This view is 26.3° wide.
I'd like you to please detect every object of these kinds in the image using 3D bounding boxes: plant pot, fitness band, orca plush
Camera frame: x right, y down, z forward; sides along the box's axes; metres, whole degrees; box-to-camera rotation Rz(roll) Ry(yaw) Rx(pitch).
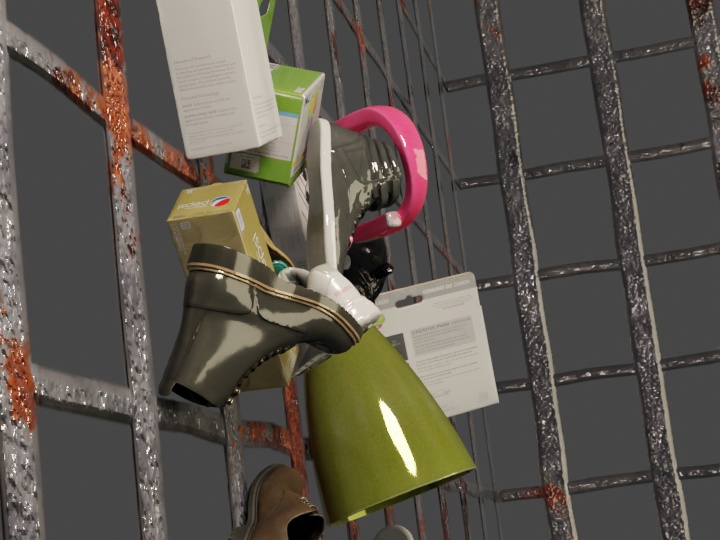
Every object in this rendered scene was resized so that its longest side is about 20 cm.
[{"bbox_3d":[0.012,0.173,1.799,0.187,0.187,0.200,31,37,-76],"label":"plant pot"},{"bbox_3d":[0.005,-0.107,1.744,0.200,0.037,0.144,-19,-98,56],"label":"fitness band"},{"bbox_3d":[0.000,0.000,1.809,0.105,0.071,0.200,65,27,-2],"label":"orca plush"}]

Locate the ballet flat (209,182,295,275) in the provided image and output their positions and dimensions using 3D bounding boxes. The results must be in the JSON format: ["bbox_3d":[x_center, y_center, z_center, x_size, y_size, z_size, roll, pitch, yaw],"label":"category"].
[{"bbox_3d":[-0.111,-0.021,1.567,0.200,0.069,0.063,67,2,-55],"label":"ballet flat"}]

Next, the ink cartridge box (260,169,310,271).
[{"bbox_3d":[-0.075,-0.048,1.818,0.094,0.044,0.200,-42,122,-75],"label":"ink cartridge box"}]

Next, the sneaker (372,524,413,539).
[{"bbox_3d":[0.051,0.417,2.002,0.118,0.074,0.200,-26,116,-72],"label":"sneaker"}]

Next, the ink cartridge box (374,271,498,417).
[{"bbox_3d":[0.058,0.104,1.943,0.084,0.200,0.176,5,-74,66],"label":"ink cartridge box"}]

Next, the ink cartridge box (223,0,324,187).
[{"bbox_3d":[-0.083,-0.207,1.656,0.148,0.076,0.200,-65,167,-72],"label":"ink cartridge box"}]

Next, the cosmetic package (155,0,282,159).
[{"bbox_3d":[-0.142,-0.218,1.526,0.113,0.081,0.200,-43,122,-77],"label":"cosmetic package"}]

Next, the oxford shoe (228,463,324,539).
[{"bbox_3d":[-0.070,0.249,1.499,0.200,0.084,0.073,-77,154,-67],"label":"oxford shoe"}]

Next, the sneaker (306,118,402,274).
[{"bbox_3d":[-0.003,-0.065,1.627,0.071,0.099,0.200,130,-37,-59],"label":"sneaker"}]

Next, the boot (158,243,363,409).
[{"bbox_3d":[-0.094,0.075,1.382,0.200,0.077,0.138,27,71,-37],"label":"boot"}]

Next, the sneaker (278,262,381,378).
[{"bbox_3d":[-0.057,0.046,1.573,0.078,0.200,0.099,-28,85,-40],"label":"sneaker"}]

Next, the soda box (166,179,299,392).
[{"bbox_3d":[-0.119,0.018,1.471,0.064,0.068,0.200,-76,154,-58],"label":"soda box"}]
